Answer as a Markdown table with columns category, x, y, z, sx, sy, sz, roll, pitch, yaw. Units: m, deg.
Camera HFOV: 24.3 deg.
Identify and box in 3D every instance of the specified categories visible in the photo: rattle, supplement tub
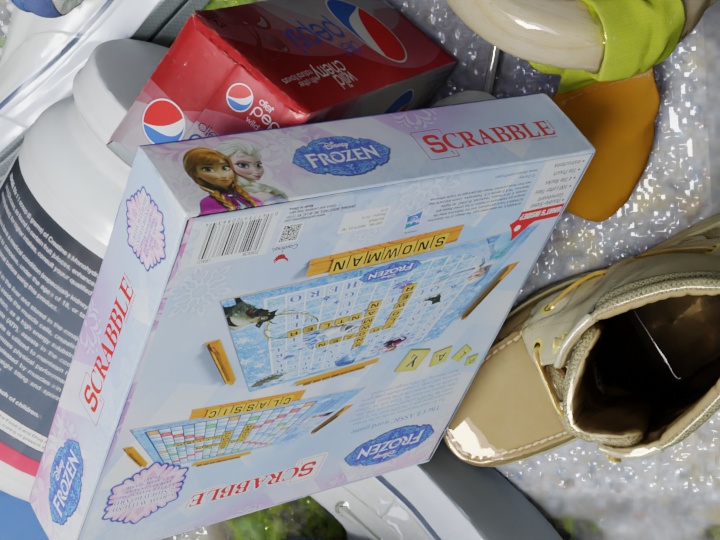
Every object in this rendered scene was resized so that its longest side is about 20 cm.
| category | x | y | z | sx | sy | sz | roll | pitch | yaw |
| --- | --- | --- | --- | --- | --- | --- | --- | --- | --- |
| rattle | 0.064 | -0.139 | 0.768 | 0.199 | 0.143 | 0.130 | 33 | 75 | 18 |
| supplement tub | -0.122 | 0.004 | 0.818 | 0.140 | 0.140 | 0.200 | 37 | 113 | 8 |

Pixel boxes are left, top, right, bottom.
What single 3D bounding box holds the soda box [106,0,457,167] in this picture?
| category | x | y | z | sx | sy | sz | roll | pitch | yaw |
| --- | --- | --- | --- | --- | --- | --- | --- | --- | --- |
| soda box | -0.026 | -0.076 | 0.731 | 0.063 | 0.200 | 0.070 | 41 | 113 | 7 |

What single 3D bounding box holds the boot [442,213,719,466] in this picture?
| category | x | y | z | sx | sy | sz | roll | pitch | yaw |
| --- | --- | --- | --- | --- | --- | --- | --- | --- | --- |
| boot | 0.101 | 0.046 | 0.737 | 0.199 | 0.155 | 0.073 | -29 | 92 | 24 |

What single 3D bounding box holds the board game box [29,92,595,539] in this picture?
| category | x | y | z | sx | sy | sz | roll | pitch | yaw |
| --- | --- | --- | --- | --- | --- | --- | --- | --- | --- |
| board game box | -0.022 | 0.024 | 0.691 | 0.041 | 0.199 | 0.200 | 53 | 136 | 31 |

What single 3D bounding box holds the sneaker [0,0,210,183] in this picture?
| category | x | y | z | sx | sy | sz | roll | pitch | yaw |
| --- | --- | --- | --- | --- | --- | --- | --- | --- | --- |
| sneaker | -0.152 | -0.115 | 0.847 | 0.200 | 0.073 | 0.071 | -42 | 77 | 14 |

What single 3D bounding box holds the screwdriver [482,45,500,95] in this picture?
| category | x | y | z | sx | sy | sz | roll | pitch | yaw |
| --- | --- | --- | --- | --- | --- | --- | --- | --- | --- |
| screwdriver | 0.055 | -0.060 | 0.799 | 0.028 | 0.029 | 0.201 | 14 | 108 | 16 |

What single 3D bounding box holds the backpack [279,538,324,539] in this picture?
| category | x | y | z | sx | sy | sz | roll | pitch | yaw |
| --- | --- | --- | --- | --- | --- | --- | --- | --- | --- |
| backpack | -0.019 | 0.230 | 0.778 | 0.182 | 0.147 | 0.201 | 7 | 98 | 21 |

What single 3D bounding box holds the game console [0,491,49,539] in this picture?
| category | x | y | z | sx | sy | sz | roll | pitch | yaw |
| --- | --- | --- | --- | --- | --- | --- | --- | --- | --- |
| game console | -0.214 | 0.118 | 0.833 | 0.175 | 0.200 | 0.117 | 11 | 132 | 17 |

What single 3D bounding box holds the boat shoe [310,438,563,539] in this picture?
| category | x | y | z | sx | sy | sz | roll | pitch | yaw |
| --- | --- | --- | --- | --- | --- | --- | --- | --- | --- |
| boat shoe | 0.016 | 0.126 | 0.833 | 0.202 | 0.075 | 0.086 | 37 | 112 | 12 |

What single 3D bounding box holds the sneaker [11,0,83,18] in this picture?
| category | x | y | z | sx | sy | sz | roll | pitch | yaw |
| --- | --- | --- | --- | --- | --- | --- | --- | --- | --- |
| sneaker | -0.082 | -0.170 | 0.739 | 0.088 | 0.075 | 0.200 | 46 | 118 | -2 |

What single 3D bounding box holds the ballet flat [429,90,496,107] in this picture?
| category | x | y | z | sx | sy | sz | roll | pitch | yaw |
| --- | --- | --- | --- | --- | --- | --- | --- | --- | --- |
| ballet flat | 0.000 | 0.000 | 0.773 | 0.069 | 0.069 | 0.200 | 41 | 100 | 7 |
